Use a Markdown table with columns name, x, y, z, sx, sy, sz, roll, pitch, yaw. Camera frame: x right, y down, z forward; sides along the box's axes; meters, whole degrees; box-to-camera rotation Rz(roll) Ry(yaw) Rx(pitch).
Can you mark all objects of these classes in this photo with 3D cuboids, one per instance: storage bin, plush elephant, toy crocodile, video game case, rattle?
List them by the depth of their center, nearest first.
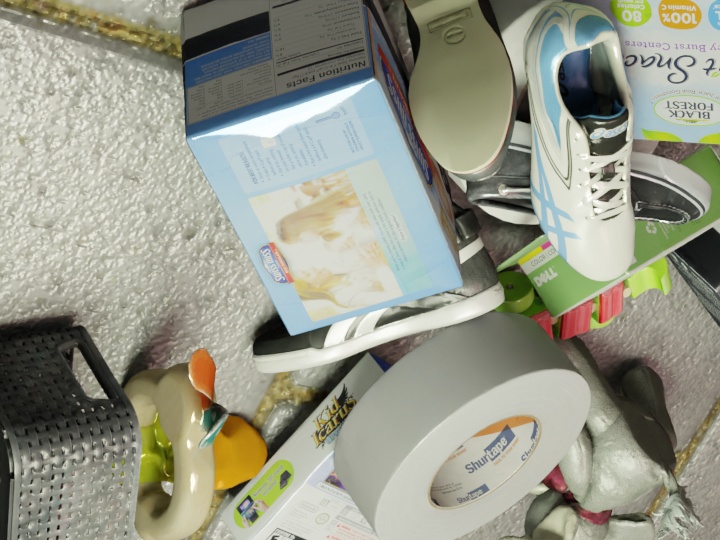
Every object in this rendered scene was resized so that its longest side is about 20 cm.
| name | x | y | z | sx | sy | sz | roll | pitch | yaw |
| --- | --- | --- | --- | --- | --- | --- | --- | --- | --- |
| storage bin | -0.227 | 0.155 | 1.274 | 0.093 | 0.135 | 0.201 | -8 | 126 | -28 |
| rattle | -0.094 | 0.116 | 1.313 | 0.142 | 0.131 | 0.200 | 11 | 139 | -24 |
| toy crocodile | 0.162 | 0.031 | 1.483 | 0.199 | 0.062 | 0.068 | -21 | 131 | -18 |
| video game case | 0.008 | 0.173 | 1.488 | 0.181 | 0.045 | 0.200 | -47 | 142 | 8 |
| plush elephant | 0.193 | 0.179 | 1.555 | 0.155 | 0.201 | 0.164 | -40 | 145 | 26 |

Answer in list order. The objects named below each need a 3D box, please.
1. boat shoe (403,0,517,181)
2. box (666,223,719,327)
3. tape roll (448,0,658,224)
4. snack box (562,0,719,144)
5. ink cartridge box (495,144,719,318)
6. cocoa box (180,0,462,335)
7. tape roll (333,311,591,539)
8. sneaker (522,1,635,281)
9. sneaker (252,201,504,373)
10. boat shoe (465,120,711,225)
| name | x | y | z | sx | sy | sz | roll | pitch | yaw |
| --- | --- | --- | --- | --- | --- | --- | --- | --- | --- |
| boat shoe | 0.066 | -0.135 | 1.210 | 0.071 | 0.201 | 0.063 | -16 | 144 | 7 |
| box | 0.362 | -0.009 | 1.551 | 0.148 | 0.104 | 0.200 | -42 | 135 | 1 |
| tape roll | 0.139 | -0.137 | 1.338 | 0.201 | 0.071 | 0.203 | -17 | 131 | -21 |
| snack box | 0.221 | -0.180 | 1.198 | 0.167 | 0.068 | 0.201 | 5 | 134 | 19 |
| ink cartridge box | 0.193 | -0.021 | 1.396 | 0.199 | 0.060 | 0.104 | -28 | 175 | -35 |
| cocoa box | -0.024 | -0.079 | 1.208 | 0.133 | 0.132 | 0.201 | -17 | 134 | 10 |
| tape roll | 0.079 | 0.125 | 1.395 | 0.199 | 0.066 | 0.201 | -27 | 147 | -19 |
| sneaker | 0.151 | -0.078 | 1.199 | 0.071 | 0.072 | 0.201 | -20 | 117 | -14 |
| sneaker | 0.000 | 0.000 | 1.362 | 0.199 | 0.073 | 0.113 | -17 | 96 | 11 |
| boat shoe | 0.163 | -0.052 | 1.288 | 0.199 | 0.072 | 0.068 | 14 | 72 | -27 |
